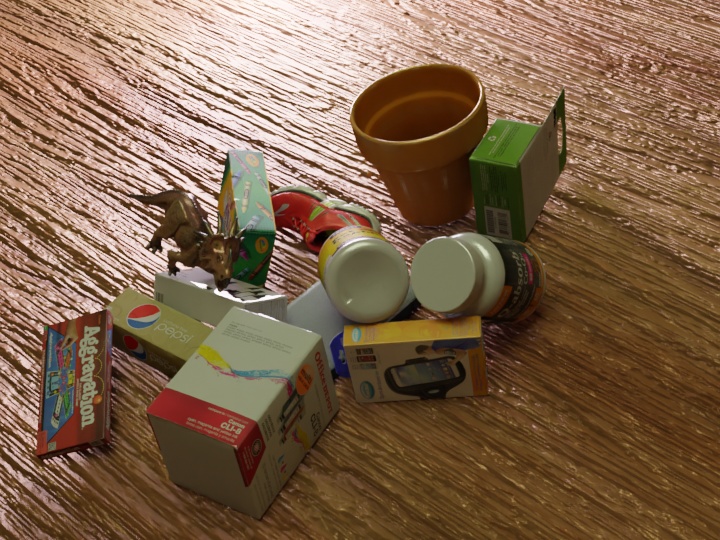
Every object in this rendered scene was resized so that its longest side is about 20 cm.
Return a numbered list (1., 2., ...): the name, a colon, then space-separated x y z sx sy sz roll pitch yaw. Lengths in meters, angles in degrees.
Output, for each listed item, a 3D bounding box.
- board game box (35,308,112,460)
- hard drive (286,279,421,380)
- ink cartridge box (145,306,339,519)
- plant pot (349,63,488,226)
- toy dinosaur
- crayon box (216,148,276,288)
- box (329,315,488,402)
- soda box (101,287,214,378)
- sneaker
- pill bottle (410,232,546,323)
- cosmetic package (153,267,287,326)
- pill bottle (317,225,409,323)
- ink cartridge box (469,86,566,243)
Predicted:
1. board game box: -0.386 0.152 1.726 0.102 0.019 0.201 -15 55 12
2. hard drive: -0.030 0.067 1.775 0.139 0.033 0.200 29 56 36
3. ink cartridge box: -0.142 0.174 1.600 0.144 0.146 0.200 16 49 27
4. plant pot: 0.100 -0.175 1.888 0.199 0.184 0.201 -10 39 8
5. toy dinosaur: -0.229 -0.057 1.749 0.086 0.136 0.200 -36 84 -34
6. crayon box: -0.171 -0.074 1.887 0.058 0.119 0.201 4 40 -15
7. box: 0.061 0.117 1.635 0.198 0.120 0.042 -6 46 7
8. soda box: -0.270 0.097 1.773 0.199 0.064 0.068 22 52 33
9. sneaker: -0.068 -0.069 1.897 0.199 0.077 0.085 13 47 26
10. pill bottle: 0.153 0.011 1.662 0.116 0.117 0.200 21 9 31
11. cosmetic package: -0.197 0.040 1.777 0.199 0.051 0.082 16 15 42
12. pill bottle: 0.000 0.000 1.688 0.108 0.110 0.200 -15 10 -4
13. ink cartridge box: 0.238 -0.161 1.875 0.075 0.148 0.200 12 47 24
